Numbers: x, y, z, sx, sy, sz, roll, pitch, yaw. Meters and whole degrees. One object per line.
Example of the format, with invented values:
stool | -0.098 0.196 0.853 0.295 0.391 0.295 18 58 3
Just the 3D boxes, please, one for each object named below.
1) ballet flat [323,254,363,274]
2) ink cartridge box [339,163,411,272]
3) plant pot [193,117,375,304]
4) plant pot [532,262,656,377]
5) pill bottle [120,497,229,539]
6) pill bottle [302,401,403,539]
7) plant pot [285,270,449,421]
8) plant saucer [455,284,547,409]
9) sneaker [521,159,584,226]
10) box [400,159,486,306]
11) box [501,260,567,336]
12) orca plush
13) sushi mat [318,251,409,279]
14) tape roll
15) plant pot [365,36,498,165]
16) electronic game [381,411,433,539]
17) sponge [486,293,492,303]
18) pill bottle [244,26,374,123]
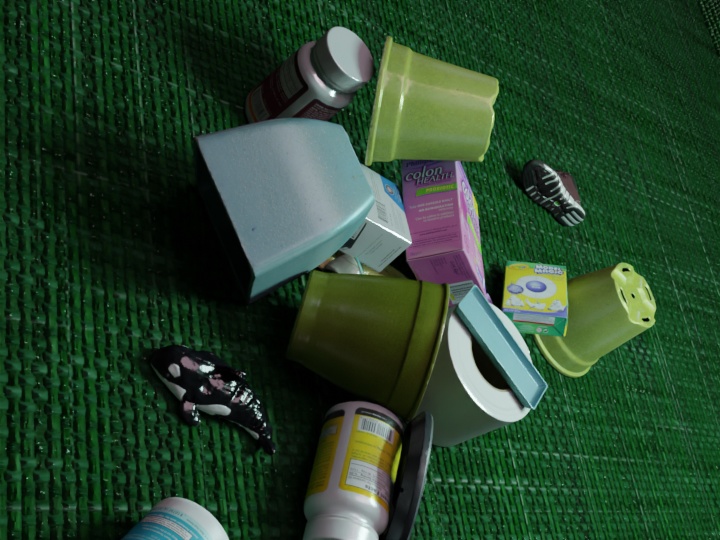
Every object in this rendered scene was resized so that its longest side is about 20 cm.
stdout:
ballet flat | -0.002 0.074 1.464 0.064 0.067 0.201 -21 85 -22
ink cartridge box | -0.028 -0.108 1.501 0.200 0.084 0.145 29 33 -31
plant pot | -0.096 -0.095 1.296 0.199 0.196 0.197 -22 82 -14
plant pot | 0.450 0.079 1.826 0.200 0.184 0.201 24 51 -34
pill bottle | -0.233 0.340 1.009 0.111 0.111 0.200 54 39 -6
pill bottle | -0.012 0.285 1.271 0.114 0.114 0.200 37 45 -25
plant pot | 0.002 0.088 1.338 0.192 0.201 0.201 16 49 -3
plant saucer | 0.215 0.119 1.469 0.200 0.019 0.070 55 40 -7
sneaker | 0.406 -0.190 2.046 0.200 0.076 0.116 44 36 -33
box | 0.140 -0.067 1.605 0.176 0.096 0.201 57 26 -55
box | 0.317 0.042 1.746 0.200 0.117 0.049 -72 166 -59
orca plush | -0.170 0.157 1.218 0.200 0.071 0.105 51 40 -10
sushi mat | 0.000 0.000 1.539 0.200 0.012 0.096 36 45 -25
tape roll | 0.159 0.161 1.508 0.202 0.139 0.203 24 51 -34
plant pot | 0.114 -0.250 1.503 0.184 0.201 0.201 9 52 1
electronic game | 0.067 0.290 1.302 0.041 0.200 0.200 14 50 -1
sponge | 0.232 0.146 1.677 0.111 0.030 0.200 -20 82 -51
pill bottle | -0.079 -0.283 1.487 0.114 0.200 0.115 25 50 -34
